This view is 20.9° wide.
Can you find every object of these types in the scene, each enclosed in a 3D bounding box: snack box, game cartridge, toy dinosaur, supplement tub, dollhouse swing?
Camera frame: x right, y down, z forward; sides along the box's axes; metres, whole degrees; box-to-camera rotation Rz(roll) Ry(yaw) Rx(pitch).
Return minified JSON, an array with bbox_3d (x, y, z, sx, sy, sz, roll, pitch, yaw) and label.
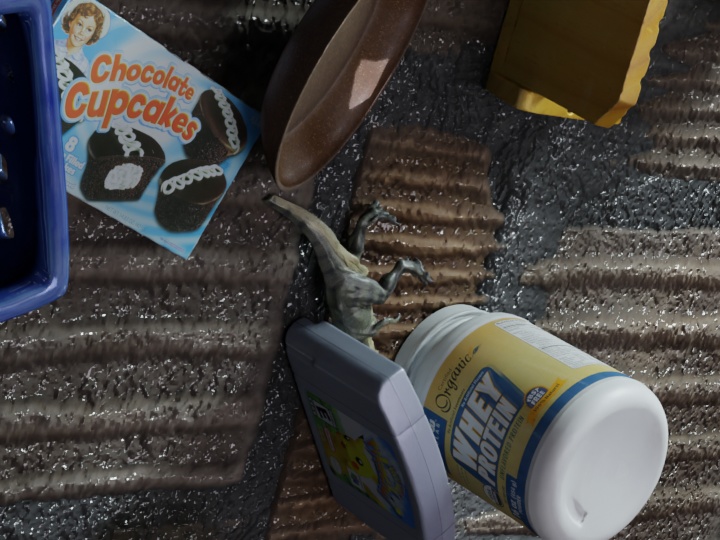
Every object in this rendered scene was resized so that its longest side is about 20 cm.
[{"bbox_3d":[-0.160,-0.099,1.301,0.200,0.037,0.116,31,88,-47],"label":"snack box"},{"bbox_3d":[0.012,0.138,1.516,0.040,0.133,0.200,-39,132,-27],"label":"game cartridge"},{"bbox_3d":[0.000,0.000,1.498,0.088,0.047,0.200,-36,129,-15],"label":"toy dinosaur"},{"bbox_3d":[0.131,0.120,1.566,0.144,0.200,0.145,-21,124,-34],"label":"supplement tub"},{"bbox_3d":[0.213,-0.204,1.490,0.181,0.176,0.201,3,108,-43],"label":"dollhouse swing"}]

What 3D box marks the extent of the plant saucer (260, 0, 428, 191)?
[{"bbox_3d":[-0.015,-0.149,1.359,0.201,0.037,0.200,-54,169,-15],"label":"plant saucer"}]

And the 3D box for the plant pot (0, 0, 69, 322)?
[{"bbox_3d":[-0.295,-0.075,1.086,0.200,0.180,0.201,-20,124,-35],"label":"plant pot"}]
